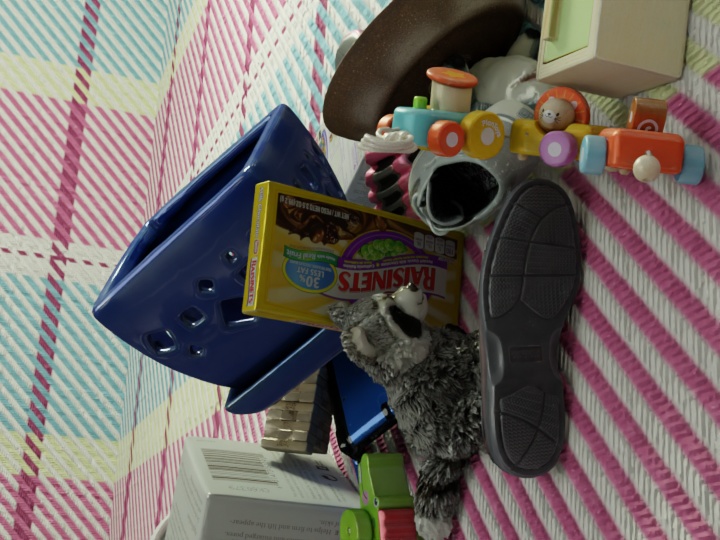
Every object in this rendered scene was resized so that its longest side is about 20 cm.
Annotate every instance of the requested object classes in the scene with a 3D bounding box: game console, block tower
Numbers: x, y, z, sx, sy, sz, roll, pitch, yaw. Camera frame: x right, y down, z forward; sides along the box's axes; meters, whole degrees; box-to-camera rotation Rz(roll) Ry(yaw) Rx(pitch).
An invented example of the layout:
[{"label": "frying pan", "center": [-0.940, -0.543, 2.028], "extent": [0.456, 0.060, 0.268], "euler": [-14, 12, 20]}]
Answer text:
[{"label": "game console", "center": [0.024, 0.107, 1.052], "extent": [0.171, 0.118, 0.200], "euler": [-39, 35, 17]}, {"label": "block tower", "center": [-0.054, 0.096, 1.169], "extent": [0.058, 0.054, 0.201], "euler": [47, -132, -58]}]

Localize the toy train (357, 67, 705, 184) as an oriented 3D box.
[{"label": "toy train", "center": [0.103, -0.092, 0.680], "extent": [0.150, 0.199, 0.056], "euler": [-49, -35, -80]}]

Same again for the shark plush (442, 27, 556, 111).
[{"label": "shark plush", "center": [0.091, -0.101, 0.884], "extent": [0.083, 0.091, 0.200], "euler": [57, 139, 17]}]

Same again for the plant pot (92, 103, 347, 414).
[{"label": "plant pot", "center": [-0.091, -0.002, 0.997], "extent": [0.200, 0.180, 0.200], "euler": [-39, 17, 19]}]

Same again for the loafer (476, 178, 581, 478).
[{"label": "loafer", "center": [0.106, 0.039, 0.767], "extent": [0.063, 0.071, 0.201], "euler": [164, 110, -74]}]

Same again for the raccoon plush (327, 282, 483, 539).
[{"label": "raccoon plush", "center": [0.031, 0.110, 0.845], "extent": [0.097, 0.133, 0.201], "euler": [-174, 93, -70]}]

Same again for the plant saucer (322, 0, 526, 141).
[{"label": "plant saucer", "center": [0.060, -0.163, 0.866], "extent": [0.037, 0.200, 0.201], "euler": [52, 143, 16]}]

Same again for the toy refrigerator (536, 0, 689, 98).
[{"label": "toy refrigerator", "center": [0.164, -0.219, 0.706], "extent": [0.076, 0.070, 0.201], "euler": [177, 100, -71]}]

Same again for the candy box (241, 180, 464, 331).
[{"label": "candy box", "center": [0.000, 0.000, 0.893], "extent": [0.026, 0.199, 0.103], "euler": [-6, 75, 54]}]

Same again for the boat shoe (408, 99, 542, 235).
[{"label": "boat shoe", "center": [0.072, -0.067, 0.847], "extent": [0.072, 0.070, 0.201], "euler": [-47, 5, -21]}]

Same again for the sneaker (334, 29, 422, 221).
[{"label": "sneaker", "center": [0.048, -0.124, 1.008], "extent": [0.079, 0.095, 0.201], "euler": [-2, 104, 57]}]

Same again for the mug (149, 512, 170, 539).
[{"label": "mug", "center": [-0.182, 0.345, 1.398], "extent": [0.200, 0.147, 0.175], "euler": [-55, 2, -20]}]

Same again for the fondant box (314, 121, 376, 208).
[{"label": "fondant box", "center": [-0.009, -0.106, 1.189], "extent": [0.200, 0.058, 0.145], "euler": [122, 151, -48]}]

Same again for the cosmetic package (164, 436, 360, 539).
[{"label": "cosmetic package", "center": [-0.106, 0.295, 1.121], "extent": [0.165, 0.164, 0.201], "euler": [-143, 64, -70]}]

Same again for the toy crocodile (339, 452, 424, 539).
[{"label": "toy crocodile", "center": [0.023, 0.250, 0.915], "extent": [0.062, 0.067, 0.201], "euler": [149, 125, -60]}]
